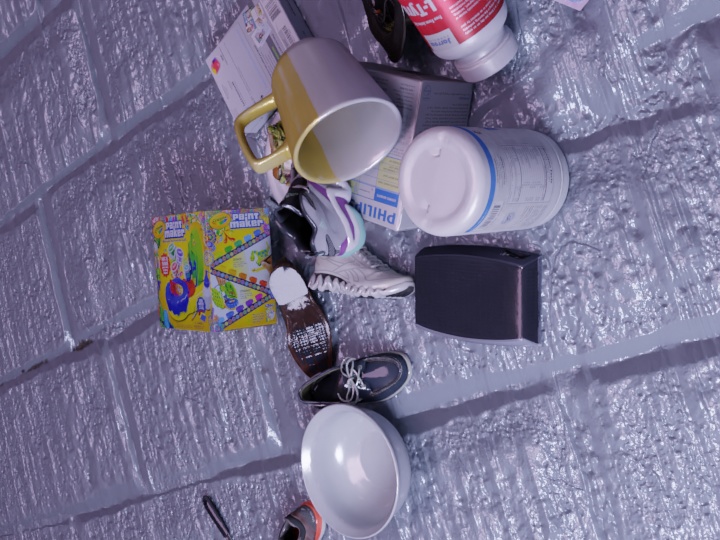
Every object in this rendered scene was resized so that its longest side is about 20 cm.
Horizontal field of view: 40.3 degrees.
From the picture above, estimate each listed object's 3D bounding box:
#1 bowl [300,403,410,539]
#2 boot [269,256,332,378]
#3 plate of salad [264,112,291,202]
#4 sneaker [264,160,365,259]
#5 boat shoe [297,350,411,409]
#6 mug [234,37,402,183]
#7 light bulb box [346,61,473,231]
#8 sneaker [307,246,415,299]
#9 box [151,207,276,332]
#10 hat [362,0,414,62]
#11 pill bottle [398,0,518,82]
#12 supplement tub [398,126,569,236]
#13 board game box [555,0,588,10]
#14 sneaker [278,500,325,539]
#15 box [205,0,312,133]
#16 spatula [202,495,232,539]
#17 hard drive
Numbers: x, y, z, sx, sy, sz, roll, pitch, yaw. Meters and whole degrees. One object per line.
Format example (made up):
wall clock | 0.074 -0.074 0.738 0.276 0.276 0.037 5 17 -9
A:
bowl | 0.009 0.291 1.474 0.200 0.090 0.203 7 100 42
boot | -0.092 0.071 1.573 0.097 0.074 0.202 -106 -1 -72
plate of salad | -0.091 -0.176 1.544 0.199 0.048 0.202 5 97 43
sneaker | -0.079 -0.109 1.306 0.078 0.139 0.202 -35 73 41
boat shoe | -0.012 0.168 1.494 0.199 0.062 0.076 -16 77 37
mug | -0.059 -0.216 1.260 0.154 0.185 0.150 63 147 29
light bulb box | 0.034 -0.180 1.373 0.197 0.124 0.202 22 110 39
sneaker | 0.000 0.000 1.467 0.199 0.075 0.082 9 92 42
box | -0.247 -0.002 1.640 0.199 0.121 0.195 -2 93 53
hat | 0.053 -0.394 1.344 0.201 0.080 0.202 161 90 -82
pill bottle | 0.114 -0.342 1.234 0.112 0.113 0.200 -13 127 43
supplement tub | 0.154 -0.112 1.217 0.131 0.199 0.133 6 99 41
board game box | 0.170 -0.405 1.169 0.043 0.199 0.200 -49 63 29
sneaker | -0.119 0.477 1.619 0.077 0.081 0.202 22 109 39
box | -0.161 -0.346 1.595 0.200 0.041 0.157 -42 66 36
spatula | -0.238 0.495 1.775 0.057 0.020 0.201 -47 63 30
hard drive | 0.154 0.035 1.341 0.199 0.042 0.136 6 99 43
